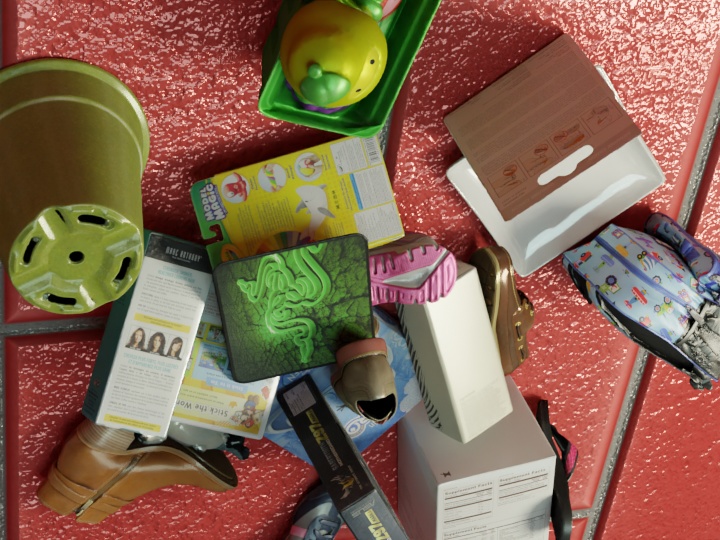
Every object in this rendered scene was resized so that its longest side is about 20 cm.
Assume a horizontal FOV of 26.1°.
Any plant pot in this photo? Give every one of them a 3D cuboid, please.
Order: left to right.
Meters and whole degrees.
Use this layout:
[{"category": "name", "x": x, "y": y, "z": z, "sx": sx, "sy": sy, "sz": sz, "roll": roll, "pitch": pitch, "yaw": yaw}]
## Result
[{"category": "plant pot", "x": -0.277, "y": -0.064, "z": 1.443, "sx": 0.199, "sy": 0.190, "sz": 0.201, "roll": -10, "pitch": 129, "yaw": -13}]

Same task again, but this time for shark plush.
[{"category": "shark plush", "x": -0.189, "y": 0.155, "z": 1.730, "sx": 0.199, "sy": 0.083, "sz": 0.091, "roll": 22, "pitch": 88, "yaw": -41}]

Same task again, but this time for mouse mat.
[{"category": "mouse mat", "x": -0.065, "y": 0.043, "z": 1.603, "sx": 0.160, "sy": 0.008, "sz": 0.201, "roll": -13, "pitch": 139, "yaw": -6}]

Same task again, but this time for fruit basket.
[{"category": "fruit basket", "x": -0.010, "y": -0.211, "z": 1.425, "sx": 0.155, "sy": 0.216, "sz": 0.216, "roll": 10, "pitch": 122, "yaw": -27}]

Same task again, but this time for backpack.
[{"category": "backpack", "x": 0.335, "y": 0.015, "z": 1.757, "sx": 0.199, "sy": 0.183, "sz": 0.135, "roll": 32, "pitch": 102, "yaw": -26}]

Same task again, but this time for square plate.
[{"category": "square plate", "x": 0.214, "y": -0.109, "z": 1.705, "sx": 0.199, "sy": 0.029, "sz": 0.198, "roll": -34, "pitch": 131, "yaw": 7}]

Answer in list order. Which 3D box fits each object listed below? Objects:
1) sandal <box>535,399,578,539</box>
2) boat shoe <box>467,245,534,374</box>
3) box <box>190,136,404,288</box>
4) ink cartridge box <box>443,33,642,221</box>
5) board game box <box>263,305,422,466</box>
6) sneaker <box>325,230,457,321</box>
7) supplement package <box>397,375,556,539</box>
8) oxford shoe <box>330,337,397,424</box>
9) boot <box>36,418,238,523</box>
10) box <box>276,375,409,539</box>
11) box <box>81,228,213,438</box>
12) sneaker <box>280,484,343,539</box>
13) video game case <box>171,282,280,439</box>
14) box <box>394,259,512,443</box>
[{"category": "sandal", "x": 0.244, "y": 0.244, "z": 1.880, "sx": 0.045, "sy": 0.201, "sz": 0.075, "roll": -4, "pitch": 136, "yaw": -5}, {"category": "boat shoe", "x": 0.163, "y": 0.043, "z": 1.781, "sx": 0.067, "sy": 0.072, "sz": 0.201, "roll": -19, "pitch": 136, "yaw": -14}, {"category": "box", "x": -0.066, "y": -0.061, "z": 1.584, "sx": 0.199, "sy": 0.048, "sz": 0.118, "roll": -16, "pitch": 93, "yaw": -10}, {"category": "ink cartridge box", "x": 0.186, "y": -0.134, "z": 1.559, "sx": 0.160, "sy": 0.200, "sz": 0.050, "roll": -34, "pitch": 131, "yaw": 8}, {"category": "board game box", "x": -0.030, "y": 0.127, "z": 1.785, "sx": 0.200, "sy": 0.043, "sz": 0.199, "roll": -42, "pitch": 131, "yaw": 14}, {"category": "sneaker", "x": 0.000, "y": 0.000, "z": 1.668, "sx": 0.199, "sy": 0.088, "sz": 0.082, "roll": -2, "pitch": 109, "yaw": -5}, {"category": "supplement package", "x": 0.136, "y": 0.263, "z": 1.883, "sx": 0.150, "sy": 0.152, "sz": 0.201, "roll": -11, "pitch": 130, "yaw": -13}, {"category": "oxford shoe", "x": 0.007, "y": 0.138, "z": 1.690, "sx": 0.070, "sy": 0.075, "sz": 0.200, "roll": -16, "pitch": 160, "yaw": 0}, {"category": "boot", "x": -0.254, "y": 0.240, "z": 1.763, "sx": 0.199, "sy": 0.077, "sz": 0.155, "roll": 28, "pitch": 111, "yaw": -33}, {"category": "box", "x": -0.012, "y": 0.232, "z": 1.713, "sx": 0.051, "sy": 0.200, "sz": 0.158, "roll": -31, "pitch": 133, "yaw": -1}, {"category": "box", "x": -0.215, "y": 0.063, "z": 1.581, "sx": 0.082, "sy": 0.049, "sz": 0.201, "roll": 16, "pitch": 91, "yaw": -31}, {"category": "sneaker", "x": -0.062, "y": 0.352, "z": 1.923, "sx": 0.070, "sy": 0.082, "sz": 0.201, "roll": 16, "pitch": 119, "yaw": -30}, {"category": "video game case", "x": -0.168, "y": 0.073, "z": 1.652, "sx": 0.199, "sy": 0.023, "sz": 0.183, "roll": 16, "pitch": 91, "yaw": -31}, {"category": "box", "x": 0.104, "y": 0.089, "z": 1.751, "sx": 0.082, "sy": 0.068, "sz": 0.201, "roll": -30, "pitch": 120, "yaw": -25}]
